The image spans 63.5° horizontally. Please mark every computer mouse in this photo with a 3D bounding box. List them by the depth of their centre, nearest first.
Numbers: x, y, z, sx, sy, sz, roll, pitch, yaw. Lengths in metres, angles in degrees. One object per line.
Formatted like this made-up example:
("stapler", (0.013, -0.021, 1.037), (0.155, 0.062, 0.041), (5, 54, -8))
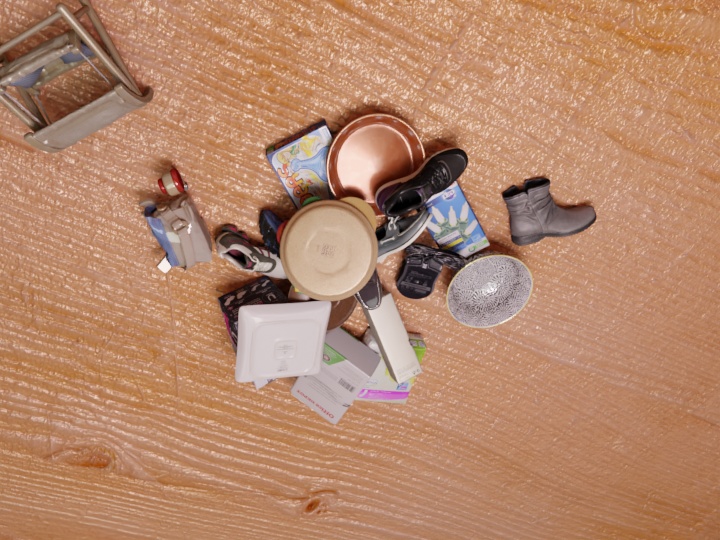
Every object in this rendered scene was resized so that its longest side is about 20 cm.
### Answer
("computer mouse", (0.140, -0.004, 1.289), (0.136, 0.053, 0.201), (15, 147, -7))

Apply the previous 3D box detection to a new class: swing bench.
("swing bench", (-0.495, -0.318, 0.980), (0.197, 0.130, 0.201), (-25, 124, 9))

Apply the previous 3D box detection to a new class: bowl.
("bowl", (0.281, 0.024, 1.326), (0.197, 0.095, 0.203), (-4, 125, -6))

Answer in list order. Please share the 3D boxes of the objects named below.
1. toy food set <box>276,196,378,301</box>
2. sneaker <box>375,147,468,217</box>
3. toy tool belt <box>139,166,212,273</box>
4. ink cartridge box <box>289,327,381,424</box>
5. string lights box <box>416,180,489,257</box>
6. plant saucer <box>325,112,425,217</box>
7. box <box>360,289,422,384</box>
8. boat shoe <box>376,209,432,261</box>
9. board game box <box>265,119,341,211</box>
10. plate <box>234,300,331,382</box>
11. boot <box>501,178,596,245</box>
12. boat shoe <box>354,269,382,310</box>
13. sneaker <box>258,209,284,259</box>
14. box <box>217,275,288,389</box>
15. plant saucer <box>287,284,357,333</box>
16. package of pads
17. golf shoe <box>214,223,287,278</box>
("toy food set", (-0.063, -0.042, 1.126), (0.194, 0.049, 0.204), (-3, 98, -2))
("sneaker", (0.127, -0.158, 1.111), (0.198, 0.088, 0.076), (-32, 115, 3))
("toy tool belt", (-0.381, -0.091, 1.152), (0.121, 0.125, 0.202), (-20, 124, -4))
("ink cartridge box", (-0.063, 0.251, 1.400), (0.145, 0.084, 0.201), (35, 126, 4))
("string lights box", (0.186, -0.118, 1.240), (0.102, 0.059, 0.201), (-28, 122, 14))
("plant saucer", (0.029, -0.205, 1.137), (0.197, 0.032, 0.203), (-4, 113, -9))
("box", (0.070, 0.151, 1.342), (0.068, 0.082, 0.203), (-23, 99, -9))
("boat shoe", (0.069, -0.079, 1.218), (0.062, 0.073, 0.199), (45, 138, -12))
("board game box", (-0.086, -0.184, 1.178), (0.134, 0.035, 0.201), (-24, 123, 9))
("plate", (-0.163, 0.159, 1.239), (0.197, 0.032, 0.203), (-3, 123, -22))
("boot", (0.411, -0.139, 1.254), (0.197, 0.070, 0.133), (-17, 119, -1))
("boat shoe", (0.000, 0.000, 1.229), (0.071, 0.065, 0.203), (-14, 111, 1))
("sneaker", (-0.134, -0.056, 1.212), (0.200, 0.078, 0.075), (44, 144, 5))
("box", (-0.221, 0.140, 1.303), (0.131, 0.115, 0.202), (-25, 127, -22))
("plant saucer", (-0.069, 0.060, 1.283), (0.198, 0.036, 0.203), (-20, 123, -34))
("package of pads", (0.063, 0.241, 1.462), (0.152, 0.069, 0.202), (8, 122, -14))
("golf shoe", (-0.219, -0.019, 1.241), (0.198, 0.089, 0.078), (23, 117, -22))
